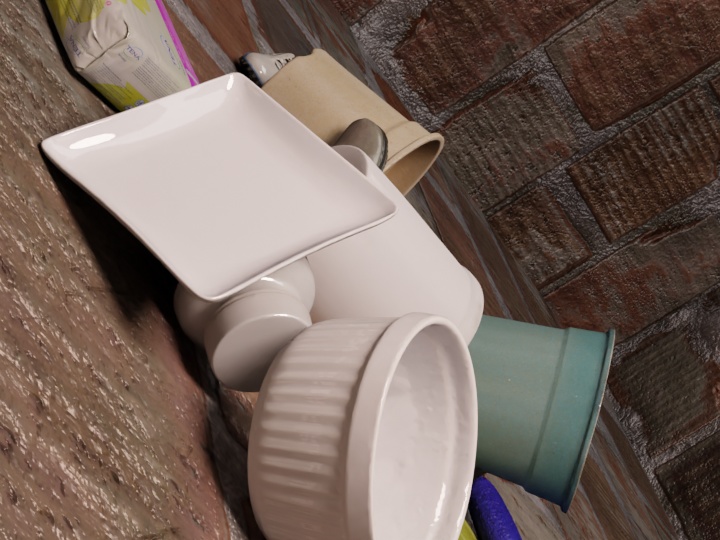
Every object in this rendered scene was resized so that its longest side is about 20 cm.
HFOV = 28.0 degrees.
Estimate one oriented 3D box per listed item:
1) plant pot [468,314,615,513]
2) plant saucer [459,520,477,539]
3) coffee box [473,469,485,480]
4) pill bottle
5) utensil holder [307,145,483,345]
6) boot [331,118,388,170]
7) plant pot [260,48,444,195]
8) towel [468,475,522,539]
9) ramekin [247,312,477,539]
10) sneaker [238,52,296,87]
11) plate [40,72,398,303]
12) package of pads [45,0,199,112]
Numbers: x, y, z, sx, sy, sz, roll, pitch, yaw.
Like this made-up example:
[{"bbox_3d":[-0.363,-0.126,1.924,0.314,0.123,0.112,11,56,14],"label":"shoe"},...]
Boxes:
[{"bbox_3d":[0.152,0.135,1.542,0.194,0.202,0.200,15,9,6],"label":"plant pot"},{"bbox_3d":[0.088,0.276,1.407,0.201,0.031,0.200,54,11,-16],"label":"plant saucer"},{"bbox_3d":[0.097,0.144,1.689,0.201,0.079,0.113,59,11,3],"label":"coffee box"},{"bbox_3d":[-0.099,-0.006,1.130,0.111,0.111,0.201,47,15,-45],"label":"pill bottle"},{"bbox_3d":[0.000,0.000,1.424,0.200,0.169,0.170,50,13,-31],"label":"utensil holder"},{"bbox_3d":[-0.049,-0.114,1.535,0.067,0.201,0.131,7,-34,40],"label":"boot"},{"bbox_3d":[-0.033,-0.154,1.721,0.184,0.200,0.200,48,9,10],"label":"plant pot"},{"bbox_3d":[0.167,0.323,1.483,0.201,0.049,0.148,-113,-176,-51],"label":"towel"},{"bbox_3d":[0.002,0.126,1.029,0.200,0.104,0.202,5,90,-66],"label":"ramekin"},{"bbox_3d":[-0.110,-0.268,1.955,0.072,0.072,0.200,60,12,4],"label":"sneaker"},{"bbox_3d":[-0.104,-0.061,1.079,0.199,0.032,0.200,-26,55,-39],"label":"plate"},{"bbox_3d":[-0.225,-0.231,1.315,0.201,0.068,0.154,63,10,31],"label":"package of pads"}]
